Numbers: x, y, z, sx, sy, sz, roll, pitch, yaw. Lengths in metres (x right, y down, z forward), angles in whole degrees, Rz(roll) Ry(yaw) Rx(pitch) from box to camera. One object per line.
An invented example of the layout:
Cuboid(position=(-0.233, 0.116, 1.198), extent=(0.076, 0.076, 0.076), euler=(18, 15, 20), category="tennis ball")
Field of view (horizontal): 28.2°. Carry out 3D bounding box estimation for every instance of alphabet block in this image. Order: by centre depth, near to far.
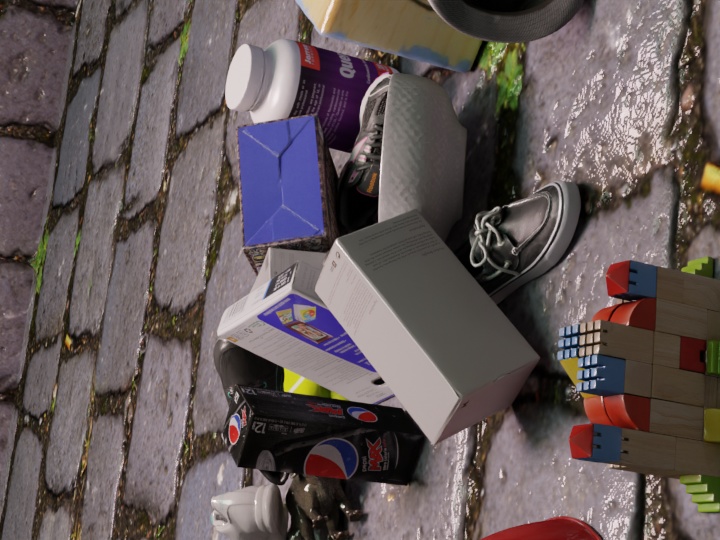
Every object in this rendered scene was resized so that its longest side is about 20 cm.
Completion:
Cuboid(position=(0.047, -0.358, 1.559), extent=(0.201, 0.194, 0.197), euler=(-68, 29, 24), category="alphabet block")

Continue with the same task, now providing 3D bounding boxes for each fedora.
Cuboid(position=(0.143, -0.312, 1.411), extent=(0.090, 0.176, 0.201), euler=(49, -139, -84), category="fedora")

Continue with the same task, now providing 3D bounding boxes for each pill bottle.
Cuboid(position=(-0.053, -0.205, 1.689), extent=(0.112, 0.199, 0.113), euler=(-36, 48, 55), category="pill bottle")

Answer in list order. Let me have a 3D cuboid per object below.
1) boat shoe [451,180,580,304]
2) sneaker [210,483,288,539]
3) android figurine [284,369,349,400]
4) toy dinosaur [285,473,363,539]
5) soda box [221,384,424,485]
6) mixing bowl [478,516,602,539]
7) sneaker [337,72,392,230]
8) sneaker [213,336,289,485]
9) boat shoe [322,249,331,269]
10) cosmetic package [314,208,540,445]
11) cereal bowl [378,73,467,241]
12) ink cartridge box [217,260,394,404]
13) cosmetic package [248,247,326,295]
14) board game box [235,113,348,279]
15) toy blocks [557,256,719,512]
Cuboid(position=(0.134, -0.027, 1.375), extent=(0.199, 0.068, 0.074), euler=(-40, 45, 53), category="boat shoe")
Cuboid(position=(-0.133, 0.303, 1.705), extent=(0.200, 0.088, 0.076), euler=(84, -173, -57), category="sneaker")
Cuboid(position=(-0.059, 0.165, 1.733), extent=(0.182, 0.041, 0.201), euler=(-52, 38, 46), category="android figurine")
Cuboid(position=(-0.053, 0.263, 1.637), extent=(0.201, 0.077, 0.103), euler=(97, 152, -49), category="toy dinosaur")
Cuboid(position=(-0.039, 0.173, 1.500), extent=(0.071, 0.199, 0.064), euler=(48, 124, 60), category="soda box")
Cuboid(position=(0.123, 0.303, 1.214), extent=(0.200, 0.108, 0.201), euler=(-37, 47, 54), category="mixing bowl")
Cuboid(position=(0.023, -0.124, 1.624), extent=(0.087, 0.080, 0.201), euler=(-78, 4, -50), category="sneaker")
Cuboid(position=(-0.114, 0.158, 1.645), extent=(0.079, 0.075, 0.201), euler=(-98, -10, -58), category="sneaker")
Cuboid(position=(0.000, 0.000, 1.551), extent=(0.200, 0.057, 0.067), euler=(47, -138, -80), category="boat shoe")
Cuboid(position=(0.060, 0.050, 1.352), extent=(0.200, 0.107, 0.085), euler=(53, 143, 23), category="cosmetic package")
Cuboid(position=(0.067, -0.103, 1.491), extent=(0.200, 0.083, 0.201), euler=(3, -90, -86), category="cereal bowl")
Cuboid(position=(-0.028, 0.073, 1.543), extent=(0.198, 0.199, 0.044), euler=(-31, 35, 57), category="ink cartridge box")
Cuboid(position=(-0.083, 0.041, 1.633), extent=(0.200, 0.082, 0.051), euler=(119, 151, -61), category="cosmetic package")
Cuboid(position=(-0.074, -0.059, 1.673), extent=(0.200, 0.096, 0.160), euler=(70, -167, -64), category="board game box")
Cuboid(position=(0.212, 0.074, 1.087), extent=(0.100, 0.136, 0.201), euler=(-19, 62, 62), category="toy blocks")
